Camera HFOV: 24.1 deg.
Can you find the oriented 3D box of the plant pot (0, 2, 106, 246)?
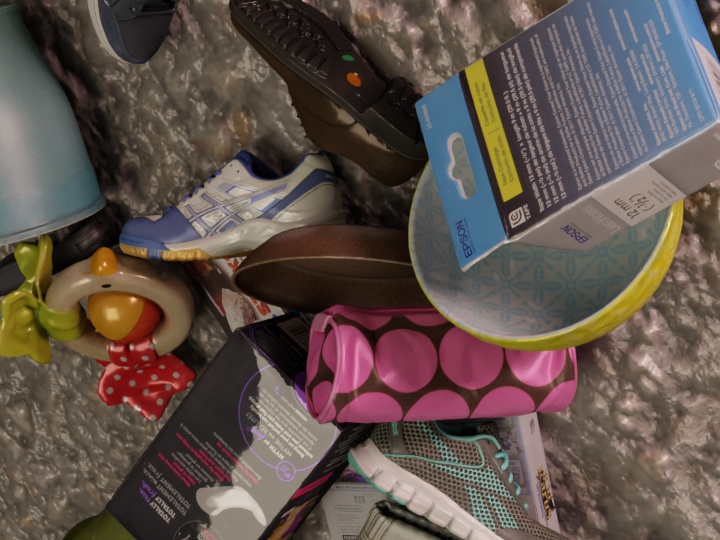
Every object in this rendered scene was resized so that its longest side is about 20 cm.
[{"bbox_3d":[-0.338,-0.125,1.450,0.199,0.200,0.189,-3,105,36],"label":"plant pot"}]

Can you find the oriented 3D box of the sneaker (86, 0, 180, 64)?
[{"bbox_3d":[-0.142,-0.226,1.301,0.146,0.077,0.203,42,134,37],"label":"sneaker"}]

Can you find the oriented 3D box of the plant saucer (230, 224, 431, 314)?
[{"bbox_3d":[0.000,0.000,1.305,0.199,0.200,0.037,-6,73,37],"label":"plant saucer"}]

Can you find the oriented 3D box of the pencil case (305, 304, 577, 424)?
[{"bbox_3d":[0.058,0.063,1.259,0.091,0.199,0.094,-137,46,-69],"label":"pencil case"}]

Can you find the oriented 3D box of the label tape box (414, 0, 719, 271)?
[{"bbox_3d":[0.145,-0.095,1.126,0.199,0.066,0.144,-31,55,26],"label":"label tape box"}]

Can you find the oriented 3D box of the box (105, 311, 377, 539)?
[{"bbox_3d":[-0.089,0.150,1.356,0.122,0.106,0.200,43,110,13],"label":"box"}]

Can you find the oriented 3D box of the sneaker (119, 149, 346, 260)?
[{"bbox_3d":[-0.106,-0.053,1.392,0.199,0.075,0.089,-5,92,17],"label":"sneaker"}]

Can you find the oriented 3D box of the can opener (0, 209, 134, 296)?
[{"bbox_3d":[-0.288,-0.009,1.554,0.199,0.063,0.079,-17,104,39],"label":"can opener"}]

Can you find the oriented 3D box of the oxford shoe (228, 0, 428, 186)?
[{"bbox_3d":[-0.033,-0.137,1.302,0.200,0.073,0.085,44,133,7],"label":"oxford shoe"}]

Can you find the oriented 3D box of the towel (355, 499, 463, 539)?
[{"bbox_3d":[0.077,0.287,1.424,0.199,0.035,0.193,22,137,0],"label":"towel"}]

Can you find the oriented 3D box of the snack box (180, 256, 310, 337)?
[{"bbox_3d":[-0.075,0.059,1.468,0.072,0.024,0.201,-31,95,38],"label":"snack box"}]

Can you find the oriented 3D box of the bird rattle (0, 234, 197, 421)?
[{"bbox_3d":[-0.215,0.050,1.469,0.200,0.113,0.163,34,133,-25],"label":"bird rattle"}]

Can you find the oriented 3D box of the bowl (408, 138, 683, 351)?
[{"bbox_3d":[0.145,-0.025,1.200,0.199,0.201,0.108,6,160,32],"label":"bowl"}]

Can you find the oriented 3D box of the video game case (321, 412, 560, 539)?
[{"bbox_3d":[0.056,0.159,1.402,0.199,0.045,0.182,-2,115,26],"label":"video game case"}]

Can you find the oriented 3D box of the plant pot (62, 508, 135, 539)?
[{"bbox_3d":[-0.145,0.240,1.529,0.200,0.200,0.190,42,117,9],"label":"plant pot"}]

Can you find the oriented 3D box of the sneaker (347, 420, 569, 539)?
[{"bbox_3d":[0.093,0.164,1.318,0.199,0.078,0.092,32,89,-12],"label":"sneaker"}]
